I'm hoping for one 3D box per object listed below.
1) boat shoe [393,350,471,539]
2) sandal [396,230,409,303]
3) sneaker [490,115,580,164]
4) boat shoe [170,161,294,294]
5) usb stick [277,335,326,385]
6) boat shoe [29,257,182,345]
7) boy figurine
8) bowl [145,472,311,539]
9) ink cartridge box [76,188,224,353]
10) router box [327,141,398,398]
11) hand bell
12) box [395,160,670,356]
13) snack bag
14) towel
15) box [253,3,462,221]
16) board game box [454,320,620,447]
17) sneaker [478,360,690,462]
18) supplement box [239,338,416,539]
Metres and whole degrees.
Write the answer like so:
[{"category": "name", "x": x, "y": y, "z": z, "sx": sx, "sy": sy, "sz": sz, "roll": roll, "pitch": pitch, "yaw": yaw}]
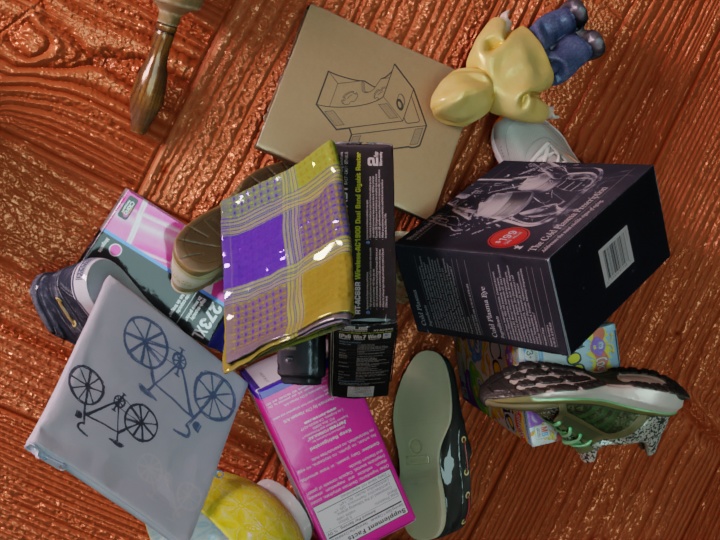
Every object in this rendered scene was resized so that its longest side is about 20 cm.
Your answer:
[{"category": "boat shoe", "x": 0.081, "y": 0.187, "z": 1.231, "sx": 0.063, "sy": 0.074, "sz": 0.202, "roll": 2, "pitch": 86, "yaw": -50}, {"category": "sandal", "x": 0.061, "y": -0.005, "z": 1.195, "sx": 0.211, "sy": 0.070, "sz": 0.078, "roll": -11, "pitch": 99, "yaw": -13}, {"category": "sneaker", "x": 0.223, "y": -0.096, "z": 1.213, "sx": 0.076, "sy": 0.092, "sz": 0.200, "roll": -46, "pitch": 105, "yaw": -6}, {"category": "boat shoe", "x": -0.108, "y": -0.044, "z": 1.140, "sx": 0.073, "sy": 0.063, "sz": 0.201, "roll": 43, "pitch": 56, "yaw": 10}, {"category": "usb stick", "x": -0.057, "y": 0.009, "z": 1.090, "sx": 0.033, "sy": 0.055, "sz": 0.201, "roll": 2, "pitch": 88, "yaw": -54}, {"category": "boat shoe", "x": -0.238, "y": 0.068, "z": 1.131, "sx": 0.200, "sy": 0.091, "sz": 0.071, "roll": 58, "pitch": 42, "yaw": -30}, {"category": "boy figurine", "x": 0.161, "y": -0.203, "z": 1.181, "sx": 0.200, "sy": 0.064, "sz": 0.124, "roll": -33, "pitch": 94, "yaw": -16}, {"category": "bowl", "x": -0.114, "y": 0.272, "z": 1.141, "sx": 0.108, "sy": 0.200, "sz": 0.200, "roll": -36, "pitch": 105, "yaw": -35}, {"category": "ink cartridge box", "x": -0.178, "y": 0.009, "z": 1.156, "sx": 0.200, "sy": 0.037, "sz": 0.095, "roll": 33, "pitch": 87, "yaw": -18}, {"category": "router box", "x": 0.000, "y": 0.000, "z": 1.081, "sx": 0.062, "sy": 0.150, "sz": 0.200, "roll": 0, "pitch": 59, "yaw": -1}, {"category": "hand bell", "x": -0.190, "y": -0.229, "z": 1.109, "sx": 0.104, "sy": 0.104, "sz": 0.200, "roll": 13, "pitch": 105, "yaw": -15}, {"category": "box", "x": 0.169, "y": -0.020, "z": 1.109, "sx": 0.200, "sy": 0.182, "sz": 0.104, "roll": -37, "pitch": 120, "yaw": -39}, {"category": "snack bag", "x": -0.195, "y": 0.132, "z": 1.037, "sx": 0.189, "sy": 0.021, "sz": 0.200, "roll": 42, "pitch": 43, "yaw": -28}, {"category": "towel", "x": -0.070, "y": -0.013, "z": 1.021, "sx": 0.143, "sy": 0.200, "sz": 0.023, "roll": -23, "pitch": 142, "yaw": 27}, {"category": "box", "x": 0.009, "y": -0.163, "z": 1.174, "sx": 0.200, "sy": 0.021, "sz": 0.164, "roll": 22, "pitch": 80, "yaw": -15}, {"category": "board game box", "x": 0.178, "y": 0.097, "z": 1.169, "sx": 0.103, "sy": 0.200, "sz": 0.105, "roll": -12, "pitch": 99, "yaw": -13}, {"category": "sneaker", "x": 0.203, "y": 0.137, "z": 1.042, "sx": 0.200, "sy": 0.077, "sz": 0.089, "roll": 5, "pitch": 103, "yaw": -12}, {"category": "supplement box", "x": -0.035, "y": 0.182, "z": 1.178, "sx": 0.103, "sy": 0.101, "sz": 0.200, "roll": -24, "pitch": 102, "yaw": -11}]
